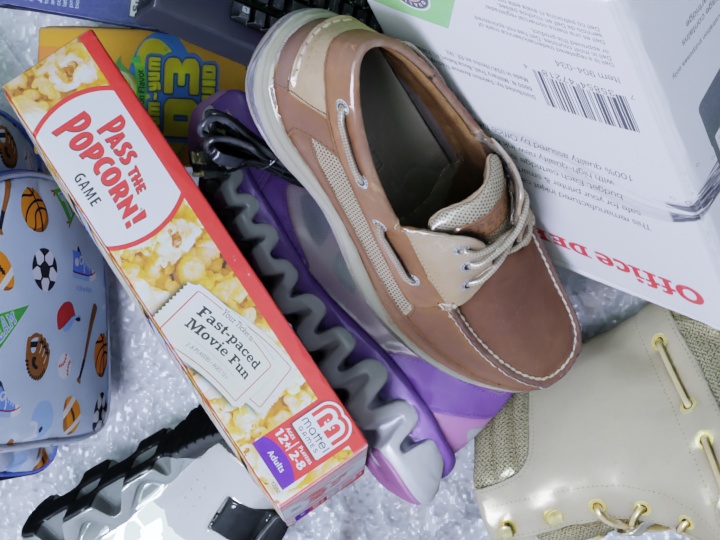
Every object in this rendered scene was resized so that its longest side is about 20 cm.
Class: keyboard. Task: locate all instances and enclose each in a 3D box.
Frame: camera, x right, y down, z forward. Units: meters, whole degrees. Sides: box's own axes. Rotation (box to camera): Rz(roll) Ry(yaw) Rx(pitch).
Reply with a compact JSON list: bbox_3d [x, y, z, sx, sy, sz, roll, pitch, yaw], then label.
[{"bbox_3d":[-0.011,-0.087,0.891,0.021,0.199,0.128,7,82,49],"label":"keyboard"}]

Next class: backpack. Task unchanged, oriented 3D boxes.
[{"bbox_3d":[-0.210,0.011,1.020,0.153,0.200,0.192,-10,86,18],"label":"backpack"}]

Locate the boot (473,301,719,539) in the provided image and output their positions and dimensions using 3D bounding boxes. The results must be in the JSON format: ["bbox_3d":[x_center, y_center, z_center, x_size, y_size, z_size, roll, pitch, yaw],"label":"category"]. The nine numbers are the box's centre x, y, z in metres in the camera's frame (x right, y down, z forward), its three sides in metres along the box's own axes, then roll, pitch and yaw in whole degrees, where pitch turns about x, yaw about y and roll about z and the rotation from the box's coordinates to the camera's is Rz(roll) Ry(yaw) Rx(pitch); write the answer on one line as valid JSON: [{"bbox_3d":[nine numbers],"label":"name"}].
[{"bbox_3d":[0.132,0.108,0.925,0.155,0.073,0.201,-25,64,24],"label":"boot"}]

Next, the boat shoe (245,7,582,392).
[{"bbox_3d":[0.032,-0.021,0.865,0.072,0.200,0.076,8,56,55],"label":"boat shoe"}]

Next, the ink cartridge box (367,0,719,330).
[{"bbox_3d":[0.093,-0.083,0.851,0.145,0.200,0.084,24,66,38],"label":"ink cartridge box"}]

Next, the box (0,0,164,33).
[{"bbox_3d":[-0.096,-0.167,0.945,0.199,0.032,0.122,11,97,20],"label":"box"}]

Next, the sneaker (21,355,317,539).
[{"bbox_3d":[-0.060,0.109,1.034,0.199,0.074,0.089,-30,103,20],"label":"sneaker"}]

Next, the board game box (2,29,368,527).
[{"bbox_3d":[-0.070,0.010,0.905,0.046,0.152,0.201,-33,83,-6],"label":"board game box"}]

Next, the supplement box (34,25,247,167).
[{"bbox_3d":[-0.054,-0.079,1.005,0.198,0.069,0.067,4,96,23],"label":"supplement box"}]

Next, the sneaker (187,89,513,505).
[{"bbox_3d":[0.000,0.000,0.945,0.088,0.080,0.201,-34,92,-8],"label":"sneaker"}]
